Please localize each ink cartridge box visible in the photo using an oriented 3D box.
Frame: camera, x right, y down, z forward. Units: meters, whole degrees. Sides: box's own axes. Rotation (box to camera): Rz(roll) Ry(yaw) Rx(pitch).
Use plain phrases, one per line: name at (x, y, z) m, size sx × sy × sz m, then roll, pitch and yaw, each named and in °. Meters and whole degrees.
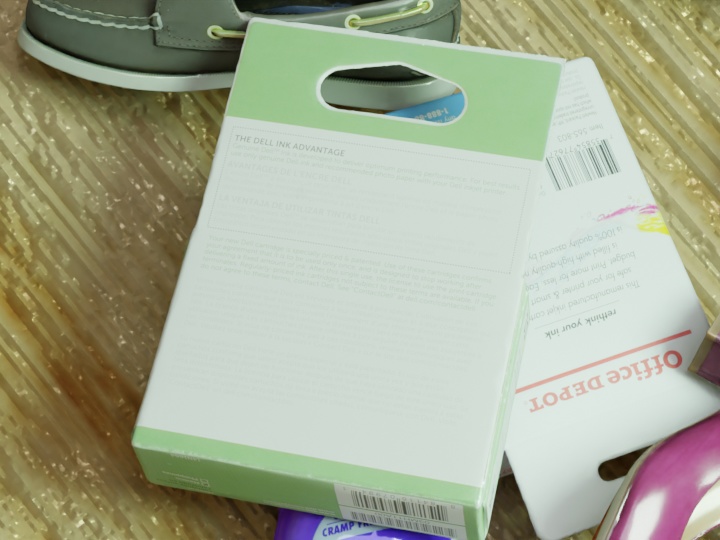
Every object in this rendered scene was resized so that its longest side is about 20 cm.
ink cartridge box at (0.000, 0.000, 0.861) m, size 0.144 × 0.048 × 0.201 m, roll 9°, pitch 65°, yaw 11°
ink cartridge box at (0.083, 0.019, 0.925) m, size 0.114 × 0.068 × 0.201 m, roll -17°, pitch 74°, yaw -17°

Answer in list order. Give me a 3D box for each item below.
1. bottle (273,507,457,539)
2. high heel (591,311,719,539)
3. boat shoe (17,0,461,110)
bottle at (0.005, 0.129, 0.868) m, size 0.083 × 0.065 × 0.201 m, roll -10°, pitch 72°, yaw -9°
high heel at (0.154, 0.097, 0.836) m, size 0.096 × 0.068 × 0.201 m, roll 29°, pitch 65°, yaw 10°
boat shoe at (-0.054, -0.117, 0.932) m, size 0.200 × 0.061 × 0.072 m, roll 5°, pitch 35°, yaw 1°
